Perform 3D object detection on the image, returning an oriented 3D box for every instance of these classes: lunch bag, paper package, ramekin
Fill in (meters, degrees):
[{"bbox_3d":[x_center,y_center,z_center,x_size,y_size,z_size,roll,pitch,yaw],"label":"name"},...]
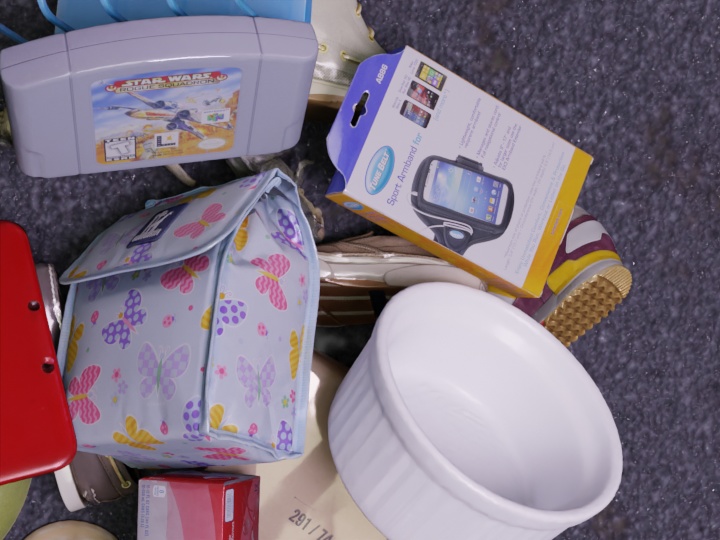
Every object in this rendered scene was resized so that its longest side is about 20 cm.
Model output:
[{"bbox_3d":[-0.127,0.033,0.873,0.127,0.169,0.201,29,61,-47],"label":"lunch bag"},{"bbox_3d":[-0.031,0.174,0.956,0.200,0.103,0.191,33,92,-8],"label":"paper package"},{"bbox_3d":[0.074,0.113,0.857,0.200,0.201,0.098,32,125,-9],"label":"ramekin"}]

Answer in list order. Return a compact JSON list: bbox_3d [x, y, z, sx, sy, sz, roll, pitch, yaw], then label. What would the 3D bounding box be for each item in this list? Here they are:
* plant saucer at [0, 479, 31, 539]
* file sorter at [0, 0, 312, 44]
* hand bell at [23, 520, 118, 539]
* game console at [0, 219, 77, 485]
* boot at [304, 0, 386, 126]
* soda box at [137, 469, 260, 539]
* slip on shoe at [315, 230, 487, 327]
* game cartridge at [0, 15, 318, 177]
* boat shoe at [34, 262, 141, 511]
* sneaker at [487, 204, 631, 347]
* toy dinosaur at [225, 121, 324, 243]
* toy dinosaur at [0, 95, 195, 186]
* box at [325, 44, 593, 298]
[{"bbox_3d":[-0.347,0.140,0.912,0.199,0.031,0.201,0,75,0],"label":"plant saucer"},{"bbox_3d":[-0.144,-0.219,0.837,0.199,0.123,0.139,0,81,18],"label":"file sorter"},{"bbox_3d":[-0.222,0.263,0.893,0.104,0.200,0.104,-1,96,-7],"label":"hand bell"},{"bbox_3d":[-0.311,0.085,0.872,0.118,0.172,0.200,6,55,-43],"label":"game console"},{"bbox_3d":[-0.008,-0.190,0.931,0.199,0.072,0.155,5,80,-26],"label":"boot"},{"bbox_3d":[-0.114,0.242,0.846,0.070,0.063,0.201,0,87,19],"label":"soda box"},{"bbox_3d":[0.000,0.000,0.957,0.199,0.076,0.061,2,54,10],"label":"slip on shoe"},{"bbox_3d":[-0.130,-0.114,0.803,0.199,0.133,0.042,-8,71,-13],"label":"game cartridge"},{"bbox_3d":[-0.217,0.086,0.939,0.059,0.072,0.201,-12,102,-5],"label":"boat shoe"},{"bbox_3d":[0.119,0.031,0.981,0.200,0.090,0.075,-37,141,18],"label":"sneaker"},{"bbox_3d":[-0.083,-0.104,0.935,0.200,0.047,0.088,38,59,-24],"label":"toy dinosaur"},{"bbox_3d":[-0.218,-0.101,0.905,0.199,0.088,0.048,13,84,-7],"label":"toy dinosaur"},{"bbox_3d":[0.066,-0.074,0.894,0.200,0.041,0.119,27,78,-19],"label":"box"}]
